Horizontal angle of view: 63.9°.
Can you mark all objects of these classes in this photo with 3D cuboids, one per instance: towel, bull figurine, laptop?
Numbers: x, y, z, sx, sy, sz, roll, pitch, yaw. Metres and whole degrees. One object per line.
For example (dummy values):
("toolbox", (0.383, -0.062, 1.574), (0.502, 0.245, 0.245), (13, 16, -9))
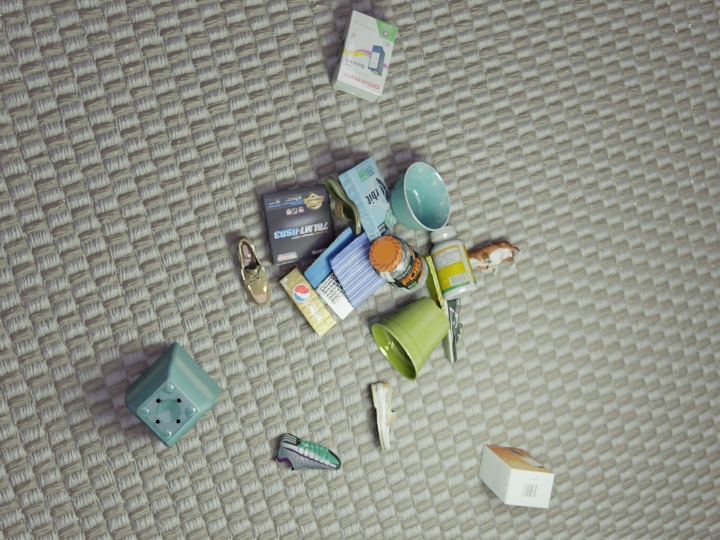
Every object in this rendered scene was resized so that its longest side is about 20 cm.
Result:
("towel", (0.218, 0.053, 1.753), (0.018, 0.086, 0.206), (-18, 97, -15))
("towel", (0.000, 0.000, 1.673), (0.144, 0.024, 0.203), (-38, 129, -13))
("bull figurine", (0.400, -0.037, 1.784), (0.195, 0.121, 0.067), (-23, 122, -17))
("laptop", (-0.043, 0.012, 1.670), (0.187, 0.116, 0.201), (-44, 102, -7))

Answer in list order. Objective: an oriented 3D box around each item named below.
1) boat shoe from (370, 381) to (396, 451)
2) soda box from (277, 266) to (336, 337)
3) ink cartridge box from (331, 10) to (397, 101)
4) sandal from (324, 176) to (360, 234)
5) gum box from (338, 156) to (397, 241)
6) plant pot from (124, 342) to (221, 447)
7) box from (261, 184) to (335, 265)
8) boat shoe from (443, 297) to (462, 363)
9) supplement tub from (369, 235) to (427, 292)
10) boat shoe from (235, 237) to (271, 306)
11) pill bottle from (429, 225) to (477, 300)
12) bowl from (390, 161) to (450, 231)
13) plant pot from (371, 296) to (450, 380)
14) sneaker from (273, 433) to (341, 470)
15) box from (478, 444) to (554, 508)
("boat shoe", (0.077, 0.441, 1.746), (0.066, 0.075, 0.207), (-8, 94, -8))
("soda box", (-0.154, 0.089, 1.672), (0.067, 0.064, 0.202), (-37, 101, -9))
("ink cartridge box", (0.011, -0.613, 1.662), (0.141, 0.087, 0.206), (15, 91, -15))
("sandal", (-0.055, -0.173, 1.598), (0.056, 0.081, 0.203), (-26, 60, -18))
("gum box", (0.032, -0.209, 1.658), (0.044, 0.170, 0.204), (-20, 102, 31))
("plant pot", (-0.500, 0.346, 1.530), (0.196, 0.200, 0.197), (-43, 102, -7))
("box", (-0.175, -0.132, 1.663), (0.194, 0.050, 0.206), (-10, 94, -14))
("boat shoe", (0.288, 0.185, 1.786), (0.065, 0.072, 0.207), (-4, 93, -10))
("supplement tub", (0.108, -0.020, 1.655), (0.199, 0.120, 0.125), (31, 84, -58))
("boat shoe", (-0.303, 0.006, 1.629), (0.070, 0.065, 0.206), (-18, 97, -12))
("pill bottle", (0.272, -0.024, 1.734), (0.109, 0.113, 0.206), (-13, 79, -12))
("bowl", (0.162, -0.202, 1.693), (0.197, 0.104, 0.208), (16, 66, -39))
("plant pot", (0.161, 0.184, 1.708), (0.183, 0.199, 0.203), (-38, 101, -21))
("sneaker", (-0.156, 0.559, 1.705), (0.195, 0.075, 0.090), (25, 101, -5))
("box", (0.479, 0.636, 1.795), (0.147, 0.200, 0.110), (10, 92, -14))
